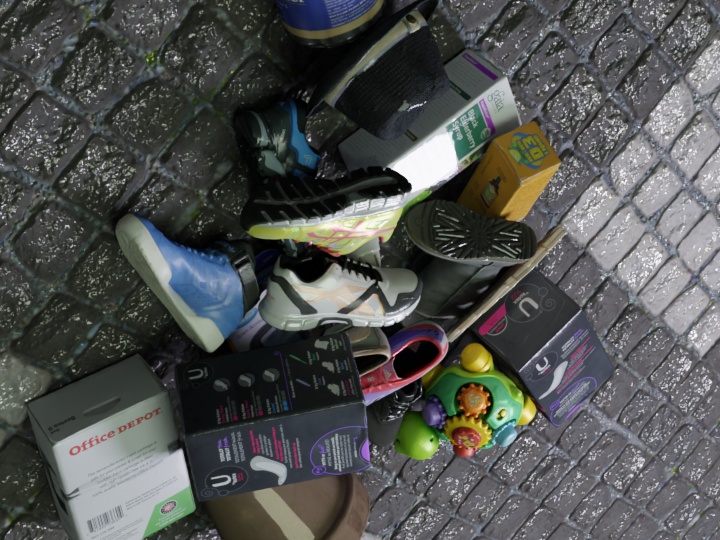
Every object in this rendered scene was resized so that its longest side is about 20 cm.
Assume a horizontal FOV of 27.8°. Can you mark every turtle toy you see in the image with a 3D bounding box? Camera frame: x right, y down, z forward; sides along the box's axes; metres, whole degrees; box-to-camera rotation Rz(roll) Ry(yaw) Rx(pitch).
[{"bbox_3d":[0.128,0.190,1.920,0.199,0.102,0.146,-21,126,35],"label":"turtle toy"}]

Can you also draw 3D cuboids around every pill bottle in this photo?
[{"bbox_3d":[-0.048,-0.329,1.425,0.111,0.112,0.201,-32,134,-14],"label":"pill bottle"}]

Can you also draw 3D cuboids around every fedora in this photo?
[{"bbox_3d":[0.034,-0.197,1.529,0.200,0.092,0.201,-41,179,-1],"label":"fedora"}]

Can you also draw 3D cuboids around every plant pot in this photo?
[{"bbox_3d":[-0.113,0.272,1.774,0.200,0.200,0.175,-39,120,-7],"label":"plant pot"}]

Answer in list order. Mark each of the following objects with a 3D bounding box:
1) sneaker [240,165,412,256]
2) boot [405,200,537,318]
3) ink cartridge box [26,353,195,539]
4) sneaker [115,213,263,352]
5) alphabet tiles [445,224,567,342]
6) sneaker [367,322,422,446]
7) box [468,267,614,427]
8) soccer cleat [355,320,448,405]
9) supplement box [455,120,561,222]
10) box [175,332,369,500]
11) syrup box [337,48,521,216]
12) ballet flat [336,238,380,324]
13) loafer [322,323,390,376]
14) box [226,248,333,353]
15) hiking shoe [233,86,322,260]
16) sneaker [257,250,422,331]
[{"bbox_3d":[-0.037,-0.049,1.563,0.198,0.078,0.091,-8,130,-26],"label":"sneaker"},{"bbox_3d":[0.098,-0.008,1.754,0.180,0.200,0.073,15,68,-21],"label":"boot"},{"bbox_3d":[-0.281,0.215,1.658,0.145,0.084,0.202,-25,132,-23],"label":"ink cartridge box"},{"bbox_3d":[-0.178,-0.013,1.584,0.111,0.076,0.201,-45,127,-16],"label":"sneaker"},{"bbox_3d":[0.180,0.019,1.828,0.196,0.015,0.200,-43,178,-43],"label":"alphabet tiles"},{"bbox_3d":[0.037,0.154,1.857,0.075,0.091,0.202,-21,132,-27],"label":"sneaker"},{"bbox_3d":[0.245,0.104,1.951,0.122,0.106,0.200,-44,146,-4],"label":"box"},{"bbox_3d":[0.016,0.126,1.750,0.199,0.073,0.069,-29,98,3],"label":"soccer cleat"},{"bbox_3d":[0.169,-0.095,1.731,0.068,0.067,0.200,-25,164,-20],"label":"supplement box"},{"bbox_3d":[-0.097,0.162,1.615,0.198,0.107,0.123,-10,136,-6],"label":"box"},{"bbox_3d":[0.081,-0.156,1.672,0.199,0.081,0.079,-36,137,-9],"label":"syrup box"},{"bbox_3d":[0.000,0.000,1.730,0.067,0.070,0.202,-21,131,-23],"label":"ballet flat"},{"bbox_3d":[-0.056,0.124,1.714,0.199,0.063,0.072,-32,139,-1],"label":"loafer"},{"bbox_3d":[-0.099,0.065,1.724,0.119,0.041,0.201,-36,138,-10],"label":"box"},{"bbox_3d":[-0.074,-0.096,1.600,0.086,0.074,0.201,-27,133,-19],"label":"hiking shoe"},{"bbox_3d":[-0.015,0.017,1.635,0.198,0.074,0.081,-6,126,-27],"label":"sneaker"}]
